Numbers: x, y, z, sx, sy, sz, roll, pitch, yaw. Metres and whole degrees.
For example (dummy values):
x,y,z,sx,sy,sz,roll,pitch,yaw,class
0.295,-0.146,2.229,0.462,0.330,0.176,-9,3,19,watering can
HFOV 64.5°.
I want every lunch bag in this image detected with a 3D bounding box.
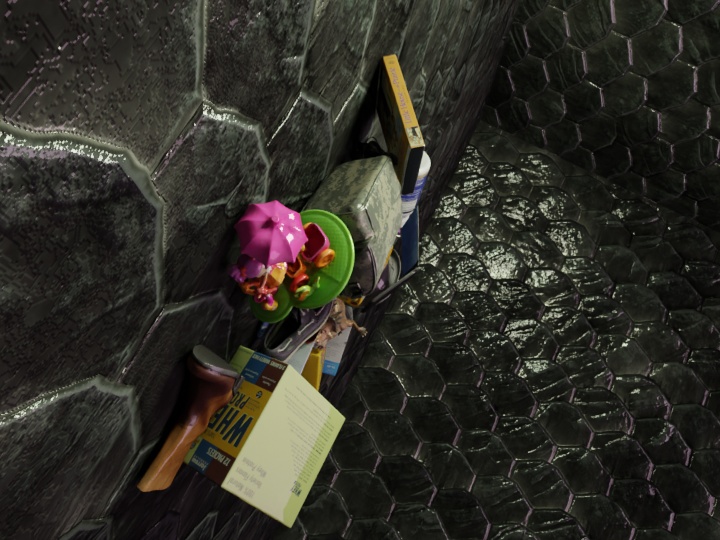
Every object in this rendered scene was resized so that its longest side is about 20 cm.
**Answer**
x,y,z,sx,sy,sz,roll,pitch,yaw,class
-0.002,-0.074,0.991,0.171,0.135,0.202,65,33,-30,lunch bag

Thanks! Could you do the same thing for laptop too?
x,y,z,sx,sy,sz,roll,pitch,yaw,class
0.063,-0.019,1.266,0.197,0.118,0.187,-34,174,-11,laptop

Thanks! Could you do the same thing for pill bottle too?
x,y,z,sx,sy,sz,roll,pitch,yaw,class
0.104,-0.216,1.489,0.117,0.113,0.203,-55,167,-43,pill bottle

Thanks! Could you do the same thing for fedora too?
x,y,z,sx,sy,sz,roll,pitch,yaw,class
0.009,-0.017,1.407,0.204,0.171,0.092,-74,151,-41,fedora

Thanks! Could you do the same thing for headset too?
x,y,z,sx,sy,sz,roll,pitch,yaw,class
0.013,-0.188,1.111,0.126,0.092,0.201,-61,180,-22,headset

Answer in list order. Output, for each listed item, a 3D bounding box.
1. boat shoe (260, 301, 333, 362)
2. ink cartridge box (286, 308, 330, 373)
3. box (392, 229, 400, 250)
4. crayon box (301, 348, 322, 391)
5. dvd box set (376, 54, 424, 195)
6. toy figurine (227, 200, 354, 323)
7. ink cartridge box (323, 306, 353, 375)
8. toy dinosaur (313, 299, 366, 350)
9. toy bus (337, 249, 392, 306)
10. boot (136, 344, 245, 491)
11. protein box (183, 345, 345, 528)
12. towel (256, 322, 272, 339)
x,y,z,sx,sy,sz,roll,pitch,yaw,class
-0.113,0.088,1.057,0.201,0.071,0.063,-52,162,-24,boat shoe
-0.133,0.153,1.171,0.162,0.055,0.206,-163,-86,-78,ink cartridge box
0.050,-0.112,1.309,0.144,0.035,0.205,118,-23,-49,box
-0.111,0.202,1.321,0.202,0.049,0.131,-81,178,-58,crayon box
0.070,-0.265,1.052,0.147,0.028,0.206,97,-19,-66,dvd box set
-0.123,-0.019,0.797,0.199,0.152,0.184,-41,159,8,toy figurine
-0.068,0.155,1.502,0.116,0.065,0.206,-99,-153,-69,ink cartridge box
-0.063,0.085,1.290,0.084,0.205,0.135,-28,141,18,toy dinosaur
0.000,0.000,1.105,0.201,0.064,0.080,-53,166,-53,toy bus
-0.255,0.213,0.810,0.202,0.068,0.189,-55,176,-16,boot
-0.161,0.278,0.961,0.204,0.132,0.200,-60,137,-23,protein box
-0.132,0.020,1.063,0.144,0.023,0.205,-33,145,-66,towel
